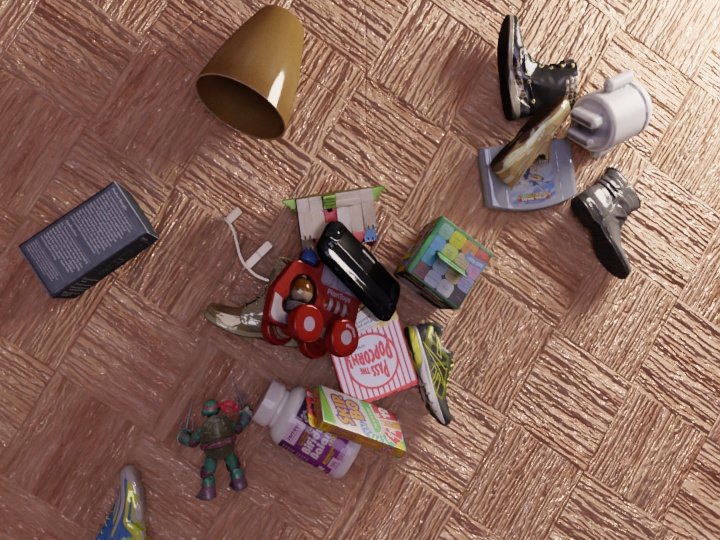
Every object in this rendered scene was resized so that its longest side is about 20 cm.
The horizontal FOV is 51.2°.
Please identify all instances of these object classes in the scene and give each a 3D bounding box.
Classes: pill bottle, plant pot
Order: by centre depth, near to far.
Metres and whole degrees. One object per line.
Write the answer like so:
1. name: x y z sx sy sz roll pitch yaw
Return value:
1. pill bottle: -0.098 0.287 1.389 0.197 0.112 0.114 31 84 -5
2. plant pot: -0.183 -0.381 1.390 0.183 0.186 0.204 25 72 -5

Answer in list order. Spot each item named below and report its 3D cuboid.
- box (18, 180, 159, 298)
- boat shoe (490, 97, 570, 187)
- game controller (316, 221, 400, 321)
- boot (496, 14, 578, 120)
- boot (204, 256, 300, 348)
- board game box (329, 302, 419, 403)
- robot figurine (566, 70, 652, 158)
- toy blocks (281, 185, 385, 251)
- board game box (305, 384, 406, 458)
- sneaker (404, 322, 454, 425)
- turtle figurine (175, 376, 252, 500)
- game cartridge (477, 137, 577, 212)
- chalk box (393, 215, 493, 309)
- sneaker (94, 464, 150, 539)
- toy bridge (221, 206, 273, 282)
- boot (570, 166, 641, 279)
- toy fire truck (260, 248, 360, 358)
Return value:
1. box: -0.476 -0.050 1.337 0.198 0.148 0.108 -35 92 -8
2. boat shoe: 0.344 -0.247 1.470 0.200 0.072 0.076 -45 105 2
3. game controller: 0.000 0.000 1.374 0.042 0.105 0.200 -33 111 28
4. boot: 0.355 -0.408 1.503 0.146 0.073 0.206 -5 92 -7
5. boot: -0.179 0.047 1.390 0.195 0.072 0.159 15 104 -12
6. board game box: 0.012 0.145 1.443 0.148 0.046 0.205 -19 90 -8
7. robot figurine: 0.496 -0.307 1.484 0.197 0.173 0.113 -24 48 -28
8. toy blocks: -0.043 -0.078 1.434 0.194 0.100 0.141 -10 100 -7
9. board game box: -0.009 0.271 1.363 0.196 0.096 0.030 22 117 -22
10. sneaker: 0.149 0.195 1.445 0.083 0.074 0.205 -18 90 -8
11. turtle figurine: -0.266 0.308 1.377 0.145 0.101 0.206 -8 94 -8
12. game cartridge: 0.338 -0.188 1.510 0.194 0.042 0.137 -8 84 -8
13. chalk box: 0.155 -0.012 1.393 0.124 0.200 0.125 36 83 -5
14. sneaker: -0.437 0.459 1.353 0.102 0.076 0.206 -8 89 -7
15. toy bridge: -0.196 -0.029 1.434 0.067 0.027 0.200 -43 94 -6
16. boot: 0.523 -0.098 1.517 0.130 0.070 0.203 -33 100 -18
17. toy fire truck: -0.081 0.059 1.340 0.197 0.111 0.173 25 68 -35
